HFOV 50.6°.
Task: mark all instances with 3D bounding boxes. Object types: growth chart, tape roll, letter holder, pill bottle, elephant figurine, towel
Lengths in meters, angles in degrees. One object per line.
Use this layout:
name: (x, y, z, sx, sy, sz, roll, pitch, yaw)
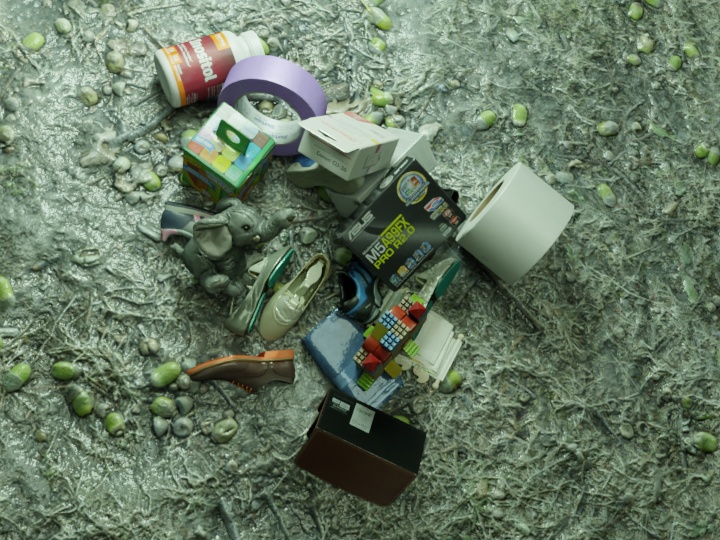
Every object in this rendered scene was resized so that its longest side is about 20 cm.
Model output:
growth chart: (0.108, 0.127, 1.508, 0.200, 0.018, 0.145, 40, 72, -1)
tape roll: (-0.167, -0.310, 1.450, 0.199, 0.200, 0.066, 19, 57, -8)
tape roll: (0.303, -0.094, 1.509, 0.139, 0.203, 0.203, 39, 72, -2)
letter holder: (-0.003, 0.330, 1.402, 0.199, 0.142, 0.101, 26, 41, -5)
pill bottle: (-0.292, -0.401, 1.494, 0.199, 0.113, 0.113, -23, 83, -17)
elephant figurine: (-0.229, -0.067, 1.354, 0.155, 0.200, 0.142, 5, 36, -30)
towel: (-0.015, 0.176, 1.453, 0.112, 0.049, 0.200, -39, 88, -18)

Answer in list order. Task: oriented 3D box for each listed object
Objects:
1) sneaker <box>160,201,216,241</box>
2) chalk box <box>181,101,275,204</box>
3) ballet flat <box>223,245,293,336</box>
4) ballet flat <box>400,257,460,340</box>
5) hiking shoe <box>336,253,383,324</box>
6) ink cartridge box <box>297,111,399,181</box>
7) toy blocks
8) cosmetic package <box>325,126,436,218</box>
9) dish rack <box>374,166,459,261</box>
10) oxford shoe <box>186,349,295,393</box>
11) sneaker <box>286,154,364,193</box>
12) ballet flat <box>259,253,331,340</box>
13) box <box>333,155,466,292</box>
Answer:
sneaker: (-0.281, -0.069, 1.451, 0.199, 0.070, 0.082, 16, 95, -9)
chalk box: (-0.245, -0.212, 1.413, 0.125, 0.200, 0.124, 36, 72, -2)
ballet flat: (-0.196, 0.027, 1.439, 0.064, 0.067, 0.200, 26, 72, 3)
ballet flat: (0.122, 0.044, 1.489, 0.072, 0.072, 0.200, 35, 72, -3)
hiking shoe: (0.000, 0.000, 1.462, 0.087, 0.074, 0.201, 22, 57, -37)
ink cartridge box: (-0.029, -0.224, 1.368, 0.116, 0.068, 0.200, 32, 28, 18)
toy blocks: (0.054, 0.118, 1.369, 0.100, 0.137, 0.200, 39, 81, 12)
cosmetic package: (0.041, -0.187, 1.510, 0.200, 0.113, 0.081, -46, 129, -16)
dish rack: (0.094, -0.112, 1.475, 0.200, 0.054, 0.154, 16, 98, -49)
oxford shoe: (-0.215, 0.190, 1.393, 0.199, 0.071, 0.073, -6, 83, -14)
sneaker: (-0.049, -0.213, 1.472, 0.077, 0.200, 0.111, 47, 66, -34)
ballet flat: (-0.121, 0.046, 1.449, 0.069, 0.069, 0.200, 36, 72, -2)
box: (0.075, -0.084, 1.409, 0.200, 0.044, 0.160, -46, 114, -1)
